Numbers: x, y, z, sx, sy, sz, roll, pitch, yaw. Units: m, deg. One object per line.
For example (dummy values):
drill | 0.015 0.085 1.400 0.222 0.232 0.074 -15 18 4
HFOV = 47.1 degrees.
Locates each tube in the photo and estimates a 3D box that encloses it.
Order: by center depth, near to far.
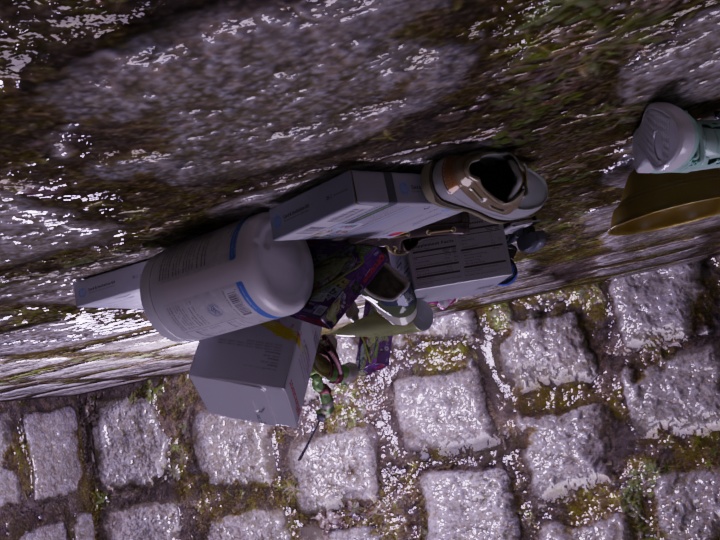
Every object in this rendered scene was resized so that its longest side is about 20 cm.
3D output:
tube | 0.035 0.087 1.377 0.058 0.052 0.199 39 148 -25

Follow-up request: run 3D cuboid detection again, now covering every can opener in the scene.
can opener | 0.255 -0.054 1.418 0.052 0.067 0.200 -9 176 -11

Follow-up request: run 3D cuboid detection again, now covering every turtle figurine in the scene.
turtle figurine | -0.098 0.188 1.424 0.143 0.202 0.193 17 -170 23

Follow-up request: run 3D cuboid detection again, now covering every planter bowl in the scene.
planter bowl | 0.440 -0.115 1.168 0.198 0.084 0.200 -10 171 -2

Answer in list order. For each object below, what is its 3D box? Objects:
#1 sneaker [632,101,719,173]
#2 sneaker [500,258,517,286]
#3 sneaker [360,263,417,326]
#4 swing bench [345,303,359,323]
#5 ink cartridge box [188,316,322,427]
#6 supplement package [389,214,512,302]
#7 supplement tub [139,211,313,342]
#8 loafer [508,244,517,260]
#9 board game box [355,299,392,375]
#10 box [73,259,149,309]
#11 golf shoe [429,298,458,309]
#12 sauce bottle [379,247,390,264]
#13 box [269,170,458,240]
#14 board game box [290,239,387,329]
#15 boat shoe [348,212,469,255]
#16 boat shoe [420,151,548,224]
sneaker | 0.369 -0.147 0.895 0.117 0.075 0.200 -6 -178 10
sneaker | 0.179 -0.014 1.467 0.198 0.071 0.078 5 170 19
sneaker | 0.000 0.000 1.215 0.067 0.199 0.090 -51 161 -22
swing bench | -0.109 0.056 1.459 0.198 0.131 0.199 -16 171 0
ink cartridge box | -0.148 0.108 1.242 0.144 0.202 0.147 8 149 9
supplement package | 0.136 -0.019 1.314 0.154 0.112 0.200 -9 172 -5
supplement tub | -0.171 0.012 1.059 0.198 0.134 0.131 -15 170 33
loafer | 0.213 -0.007 1.621 0.198 0.072 0.073 -12 171 10
board game box | 0.033 0.084 1.512 0.032 0.202 0.120 13 161 -11
box | -0.313 0.025 1.272 0.154 0.042 0.200 -15 172 22
golf shoe | 0.174 0.023 1.541 0.198 0.092 0.075 -18 157 7
sauce bottle | -0.053 -0.007 1.318 0.198 0.065 0.065 -9 171 -1
box | 0.016 -0.075 0.989 0.199 0.042 0.155 -2 169 -41
board game box | -0.061 0.011 1.098 0.032 0.120 0.199 45 162 -30
boat shoe | 0.063 -0.056 1.156 0.198 0.060 0.072 -17 170 33
boat shoe | 0.162 -0.097 0.962 0.199 0.076 0.068 -2 173 -42
